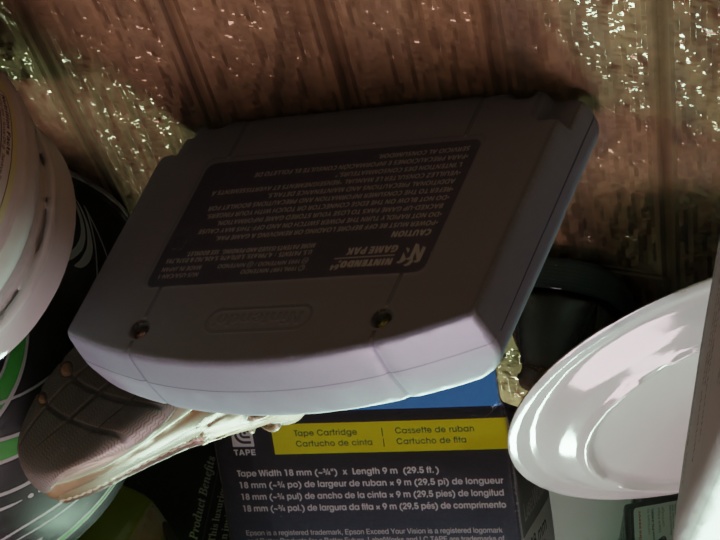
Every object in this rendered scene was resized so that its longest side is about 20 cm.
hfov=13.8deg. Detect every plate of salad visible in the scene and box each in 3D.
[{"bbox_3d":[0.155,0.039,1.254,0.199,0.048,0.200,-14,152,-8],"label":"plate of salad"}]

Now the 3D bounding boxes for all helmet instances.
[{"bbox_3d":[-0.193,0.050,1.310,0.199,0.191,0.200,9,161,3],"label":"helmet"}]

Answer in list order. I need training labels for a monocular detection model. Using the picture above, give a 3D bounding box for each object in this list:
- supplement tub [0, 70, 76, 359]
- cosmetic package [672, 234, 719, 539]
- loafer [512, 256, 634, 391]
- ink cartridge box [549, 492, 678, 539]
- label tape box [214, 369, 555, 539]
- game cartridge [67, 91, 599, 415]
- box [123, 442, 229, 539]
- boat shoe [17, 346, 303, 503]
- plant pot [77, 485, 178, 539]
[{"bbox_3d":[-0.212,-0.045,1.123,0.145,0.145,0.200,0,158,30],"label":"supplement tub"},{"bbox_3d":[0.207,0.012,1.007,0.166,0.168,0.200,11,162,3],"label":"cosmetic package"},{"bbox_3d":[0.103,0.056,1.354,0.072,0.063,0.200,4,160,20],"label":"loafer"},{"bbox_3d":[0.201,0.136,1.458,0.145,0.084,0.200,7,165,-32],"label":"ink cartridge box"},{"bbox_3d":[0.013,0.109,1.377,0.144,0.201,0.063,-2,-163,19],"label":"label tape box"},{"bbox_3d":[-0.014,-0.005,1.140,0.200,0.133,0.041,-3,134,38],"label":"game cartridge"},{"bbox_3d":[-0.051,0.125,1.556,0.198,0.124,0.200,8,160,14],"label":"box"},{"bbox_3d":[-0.048,0.039,1.219,0.200,0.076,0.072,-33,130,9],"label":"boat shoe"},{"bbox_3d":[-0.151,0.222,1.395,0.181,0.199,0.200,-28,-171,15],"label":"plant pot"}]
